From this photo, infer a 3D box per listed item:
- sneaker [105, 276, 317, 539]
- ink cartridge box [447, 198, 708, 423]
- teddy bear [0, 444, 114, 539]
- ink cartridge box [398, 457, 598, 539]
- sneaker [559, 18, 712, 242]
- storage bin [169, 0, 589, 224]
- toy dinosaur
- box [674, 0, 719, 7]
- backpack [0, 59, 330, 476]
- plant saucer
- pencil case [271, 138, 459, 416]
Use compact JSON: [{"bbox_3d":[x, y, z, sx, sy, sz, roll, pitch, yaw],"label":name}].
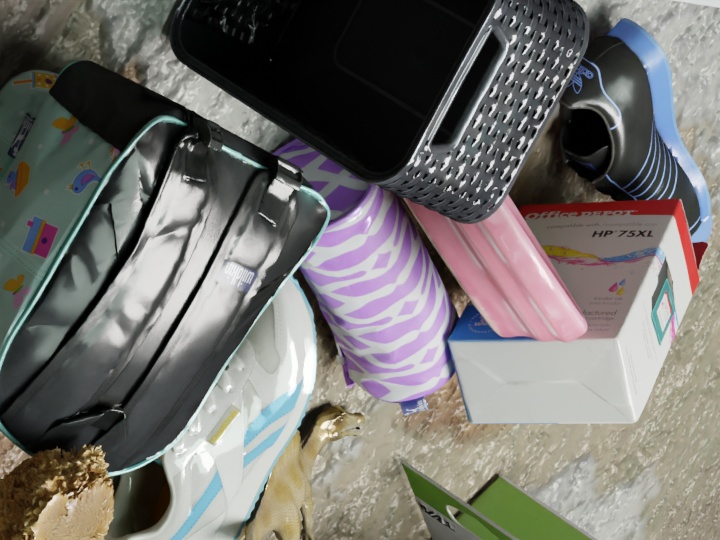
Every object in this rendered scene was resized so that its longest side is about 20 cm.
[{"bbox_3d":[-0.090,0.087,1.703,0.080,0.076,0.201,7,109,-47],"label":"sneaker"},{"bbox_3d":[0.144,0.014,1.822,0.200,0.115,0.068,-60,141,-50],"label":"ink cartridge box"},{"bbox_3d":[-0.183,0.182,1.476,0.145,0.067,0.201,-34,140,-42],"label":"teddy bear"},{"bbox_3d":[0.122,0.197,1.950,0.076,0.148,0.201,-43,140,-18],"label":"ink cartridge box"},{"bbox_3d":[0.175,-0.073,1.885,0.078,0.070,0.201,-37,133,-16],"label":"sneaker"},{"bbox_3d":[0.008,-0.129,1.549,0.094,0.200,0.136,21,101,-50],"label":"storage bin"},{"bbox_3d":[-0.056,0.152,1.780,0.200,0.058,0.102,-54,158,-58],"label":"toy dinosaur"},{"bbox_3d":[0.122,-0.238,1.596,0.152,0.200,0.107,1,117,-47],"label":"box"},{"bbox_3d":[-0.141,0.002,1.521,0.175,0.153,0.201,25,91,-52],"label":"backpack"},{"bbox_3d":[0.062,-0.036,1.691,0.051,0.201,0.201,-34,141,4],"label":"plant saucer"},{"bbox_3d":[0.000,0.000,1.738,0.085,0.084,0.200,-10,140,14],"label":"pencil case"}]
